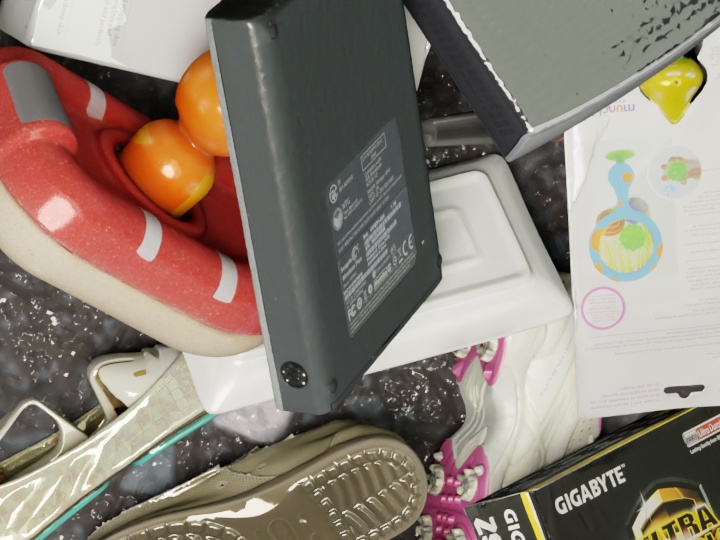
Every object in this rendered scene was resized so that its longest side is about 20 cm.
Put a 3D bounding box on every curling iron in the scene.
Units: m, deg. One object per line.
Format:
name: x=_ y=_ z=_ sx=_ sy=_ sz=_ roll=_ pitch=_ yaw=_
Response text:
curling iron: x=0.098 y=-0.088 z=1.360 sx=0.200 sy=0.026 sz=0.050 roll=-16 pitch=109 yaw=-36

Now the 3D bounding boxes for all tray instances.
tray: x=0.000 y=0.000 z=1.346 sx=0.200 sy=0.107 sz=0.022 roll=-15 pitch=149 yaw=-15

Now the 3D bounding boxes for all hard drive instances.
hard drive: x=-0.012 y=-0.054 z=1.230 sx=0.140 sy=0.033 sz=0.200 roll=-48 pitch=137 yaw=-50
hard drive: x=0.123 y=-0.157 z=1.291 sx=0.200 sy=0.042 sz=0.135 roll=-36 pitch=104 yaw=-9

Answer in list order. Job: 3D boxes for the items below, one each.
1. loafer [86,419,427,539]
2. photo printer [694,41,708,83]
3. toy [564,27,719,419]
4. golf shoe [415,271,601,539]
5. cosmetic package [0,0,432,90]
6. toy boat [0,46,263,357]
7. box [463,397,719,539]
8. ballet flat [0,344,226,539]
loafer: x=-0.059 y=0.135 z=1.369 sx=0.200 sy=0.068 sz=0.076 roll=-21 pitch=106 yaw=4
photo printer: x=0.250 y=-0.149 z=1.401 sx=0.166 sy=0.069 sz=0.200 roll=-27 pitch=108 yaw=-18
toy: x=0.161 y=-0.029 z=1.373 sx=0.115 sy=0.047 sz=0.200 roll=-5 pitch=107 yaw=-5
golf shoe: x=0.088 y=0.095 z=1.404 sx=0.091 sy=0.075 sz=0.200 roll=9 pitch=99 yaw=-23
cosmetic package: x=-0.064 y=-0.144 z=1.301 sx=0.200 sy=0.081 sz=0.113 roll=14 pitch=97 yaw=-21
toy boat: x=-0.086 y=-0.051 z=1.239 sx=0.131 sy=0.131 sz=0.200 roll=-43 pitch=136 yaw=17
box: x=0.154 y=0.163 z=1.373 sx=0.200 sy=0.049 sz=0.160 roll=-19 pitch=91 yaw=-49
ballet flat: x=-0.135 y=0.079 z=1.333 sx=0.200 sy=0.067 sz=0.062 roll=-36 pitch=103 yaw=-8
